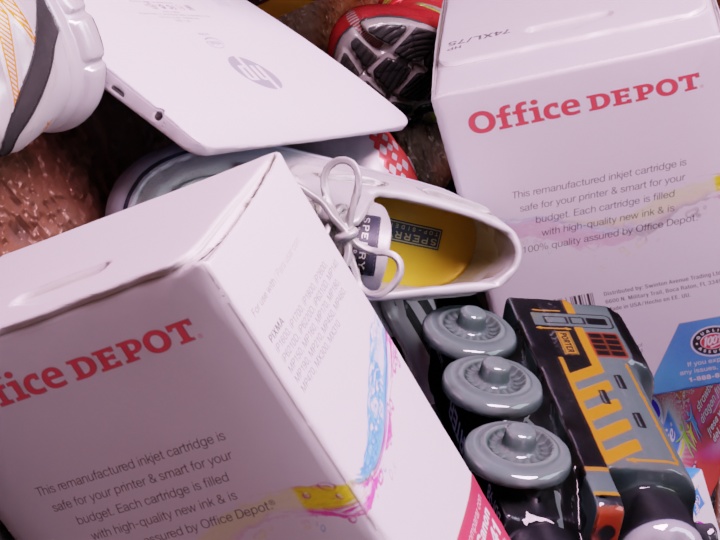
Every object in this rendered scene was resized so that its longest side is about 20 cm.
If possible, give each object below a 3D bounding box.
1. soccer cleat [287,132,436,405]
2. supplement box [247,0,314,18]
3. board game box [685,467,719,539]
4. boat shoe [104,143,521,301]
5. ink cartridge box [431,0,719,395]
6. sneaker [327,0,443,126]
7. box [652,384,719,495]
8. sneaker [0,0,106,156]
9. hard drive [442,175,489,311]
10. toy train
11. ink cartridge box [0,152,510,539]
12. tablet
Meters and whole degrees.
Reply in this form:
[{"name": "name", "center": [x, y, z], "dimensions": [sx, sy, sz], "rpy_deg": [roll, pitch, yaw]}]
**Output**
[{"name": "soccer cleat", "center": [0.000, 0.000, 0.822], "dimensions": [0.085, 0.069, 0.200], "rpy_deg": [-27, 102, -66]}, {"name": "supplement box", "center": [-0.061, -0.268, 0.806], "dimensions": [0.200, 0.133, 0.197], "rpy_deg": [23, 54, -54]}, {"name": "board game box", "center": [0.117, 0.225, 0.750], "dimensions": [0.196, 0.056, 0.200], "rpy_deg": [-33, 110, -44]}, {"name": "boat shoe", "center": [-0.010, -0.014, 0.724], "dimensions": [0.202, 0.086, 0.075], "rpy_deg": [9, 94, -33]}, {"name": "ink cartridge box", "center": [0.134, -0.052, 0.868], "dimensions": [0.146, 0.147, 0.200], "rpy_deg": [-80, 156, -59]}, {"name": "sneaker", "center": [0.030, -0.137, 0.975], "dimensions": [0.085, 0.077, 0.200], "rpy_deg": [57, 24, 17]}, {"name": "box", "center": [0.129, 0.116, 0.904], "dimensions": [0.200, 0.100, 0.096], "rpy_deg": [-49, 117, -44]}, {"name": "sneaker", "center": [-0.168, -0.133, 0.601], "dimensions": [0.200, 0.074, 0.080], "rpy_deg": [62, 33, -15]}, {"name": "hard drive", "center": [0.108, 0.029, 1.027], "dimensions": [0.200, 0.033, 0.140], "rpy_deg": [59, 31, -20]}, {"name": "toy train", "center": [0.089, 0.078, 0.733], "dimensions": [0.200, 0.114, 0.085], "rpy_deg": [-107, -159, -61]}, {"name": "ink cartridge box", "center": [-0.051, 0.075, 0.600], "dimensions": [0.200, 0.148, 0.086], "rpy_deg": [61, 30, -20]}, {"name": "tablet", "center": [-0.067, -0.098, 0.742], "dimensions": [0.130, 0.014, 0.200], "rpy_deg": [37, 23, 18]}]
